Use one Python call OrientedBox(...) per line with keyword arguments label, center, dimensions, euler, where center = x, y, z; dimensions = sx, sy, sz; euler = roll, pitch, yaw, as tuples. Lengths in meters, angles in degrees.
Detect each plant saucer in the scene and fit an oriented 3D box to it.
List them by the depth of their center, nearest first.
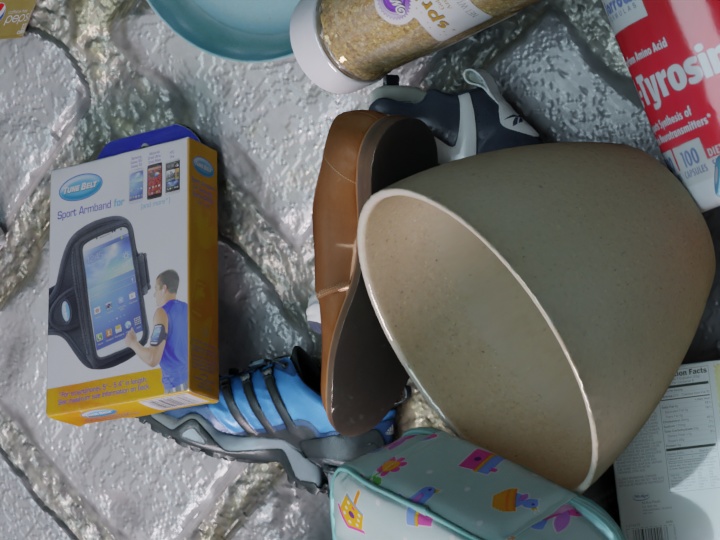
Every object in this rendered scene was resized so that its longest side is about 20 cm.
OrientedBox(label="plant saucer", center=(-0.068, -0.236, 1.337), dimensions=(0.200, 0.027, 0.201), euler=(5, 101, 27))

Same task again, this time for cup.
OrientedBox(label="cup", center=(0.115, 0.008, 1.154), dimensions=(0.200, 0.143, 0.201), euler=(45, 154, 28))

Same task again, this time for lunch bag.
OrientedBox(label="lunch bag", center=(0.069, 0.185, 1.162), dimensions=(0.200, 0.077, 0.161), euler=(21, 129, 47))

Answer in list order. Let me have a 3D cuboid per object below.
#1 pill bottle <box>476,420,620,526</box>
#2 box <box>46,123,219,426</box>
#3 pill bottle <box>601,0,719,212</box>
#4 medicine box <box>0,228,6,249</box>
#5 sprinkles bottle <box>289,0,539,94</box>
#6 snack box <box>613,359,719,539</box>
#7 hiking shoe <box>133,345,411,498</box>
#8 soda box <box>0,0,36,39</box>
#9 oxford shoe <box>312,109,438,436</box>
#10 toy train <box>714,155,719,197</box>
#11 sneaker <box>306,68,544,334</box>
OrientedBox(label="pill bottle", center=(0.119, 0.191, 1.261), dimensions=(0.114, 0.114, 0.201), euler=(-18, 90, 30))
OrientedBox(label="box", center=(-0.154, -0.003, 1.379), dimensions=(0.119, 0.041, 0.201), euler=(-12, 72, 28))
OrientedBox(label="pill bottle", center=(0.201, -0.143, 1.159), dimensions=(0.112, 0.112, 0.201), euler=(-23, 88, 29))
OrientedBox(label="medicine box", center=(-0.392, -0.015, 1.507), dimensions=(0.182, 0.103, 0.200), euler=(48, 117, 13))
OrientedBox(label="sprinkles bottle", center=(0.043, -0.165, 1.212), dimensions=(0.200, 0.068, 0.068), euler=(-20, 89, 47))
OrientedBox(label="snack box", center=(0.247, 0.106, 1.191), dimensions=(0.199, 0.037, 0.117), euler=(-8, 81, 20))
OrientedBox(label="hiking shoe", center=(-0.063, 0.088, 1.375), dimensions=(0.199, 0.074, 0.087), euler=(17, 93, 18))
OrientedBox(label="soda box", center=(-0.317, -0.240, 1.449), dimensions=(0.200, 0.064, 0.068), euler=(34, 113, 19))
OrientedBox(label="oxford shoe", center=(0.000, 0.000, 1.242), dimensions=(0.071, 0.071, 0.201), euler=(20, 107, 46))
OrientedBox(label="toy train", center=(0.285, -0.010, 1.105), dimensions=(0.199, 0.056, 0.150), euler=(4, 146, -1))
OrientedBox(label="sneaker", center=(0.026, -0.052, 1.291), dimensions=(0.199, 0.079, 0.130), euler=(-35, 76, 33))
